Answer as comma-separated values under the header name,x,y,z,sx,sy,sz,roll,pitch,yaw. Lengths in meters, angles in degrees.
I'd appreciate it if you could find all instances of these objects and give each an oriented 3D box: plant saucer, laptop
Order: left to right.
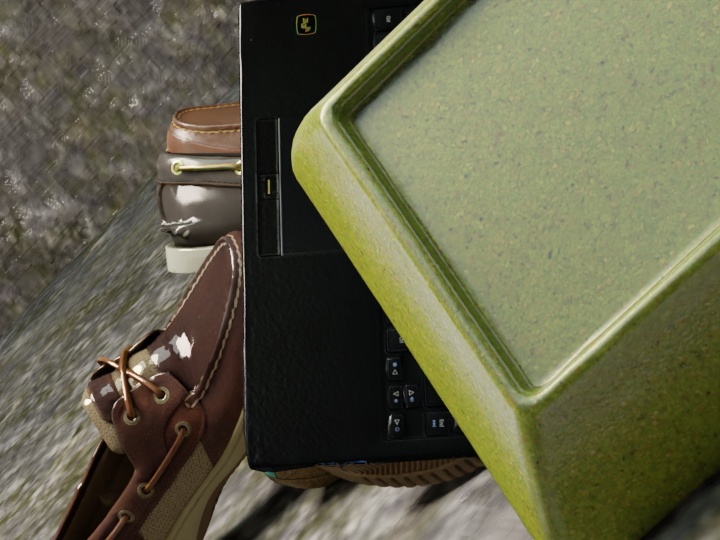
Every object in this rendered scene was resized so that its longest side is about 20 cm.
name,x,y,z,sx,sy,sz,roll,pitch,yaw
laptop,0.051,-0.037,0.831,0.103,0.199,0.178,71,-164,-68
plant saucer,0.077,-0.042,0.779,0.200,0.200,0.048,-44,-35,14

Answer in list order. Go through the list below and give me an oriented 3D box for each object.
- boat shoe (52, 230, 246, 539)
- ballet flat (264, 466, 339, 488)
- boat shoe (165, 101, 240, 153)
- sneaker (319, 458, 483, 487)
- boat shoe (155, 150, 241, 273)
name,x,y,z,sx,sy,sz,roll,pitch,yaw
boat shoe,-0.096,0.068,1.177,0.201,0.072,0.072,-65,28,22
ballet flat,0.000,0.000,1.122,0.201,0.068,0.072,-63,-24,-8
boat shoe,-0.004,-0.085,1.309,0.199,0.068,0.072,-3,21,6
sneaker,0.057,0.009,0.969,0.200,0.070,0.109,-29,23,39
boat shoe,-0.001,-0.043,1.204,0.200,0.061,0.072,-9,6,9
